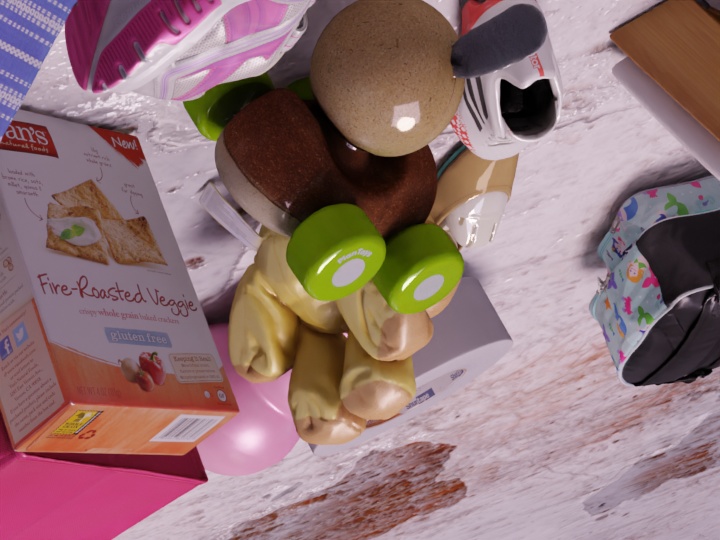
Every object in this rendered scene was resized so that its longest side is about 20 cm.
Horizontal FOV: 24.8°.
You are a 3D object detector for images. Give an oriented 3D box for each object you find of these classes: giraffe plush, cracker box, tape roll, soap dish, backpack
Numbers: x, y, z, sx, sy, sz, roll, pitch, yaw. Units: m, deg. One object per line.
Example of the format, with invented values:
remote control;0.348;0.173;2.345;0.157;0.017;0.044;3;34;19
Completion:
giraffe plush;0.000;0.000;1.160;0.162;0.201;0.172;-24;170;-48
cracker box;-0.162;0.006;0.949;0.058;0.201;0.133;-38;153;29
tape roll;0.032;0.084;1.422;0.199;0.067;0.200;-28;166;-7
soap dish;0.287;-0.117;1.181;0.199;0.158;0.081;9;124;-51
backpack;0.295;0.014;1.457;0.176;0.151;0.201;-12;147;-18

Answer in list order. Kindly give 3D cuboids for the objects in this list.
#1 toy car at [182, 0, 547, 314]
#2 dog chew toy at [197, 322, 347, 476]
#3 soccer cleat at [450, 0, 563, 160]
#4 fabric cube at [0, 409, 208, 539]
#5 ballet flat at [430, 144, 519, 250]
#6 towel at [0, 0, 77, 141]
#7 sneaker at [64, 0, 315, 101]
toy car;0.021;-0.104;0.964;0.200;0.165;0.157;-48;149;22
dog chew toy;-0.065;0.072;1.297;0.200;0.125;0.124;-40;153;16
soccer cleat;0.100;-0.111;1.091;0.068;0.086;0.200;-20;156;-6
fabric cube;-0.254;0.089;1.049;0.199;0.197;0.200;-31;155;20
ballet flat;0.074;-0.030;1.268;0.068;0.063;0.200;-8;152;-33
towel;-0.198;-0.105;0.775;0.201;0.024;0.145;-61;153;1
sneaker;-0.061;-0.155;0.868;0.199;0.082;0.088;-26;159;28
